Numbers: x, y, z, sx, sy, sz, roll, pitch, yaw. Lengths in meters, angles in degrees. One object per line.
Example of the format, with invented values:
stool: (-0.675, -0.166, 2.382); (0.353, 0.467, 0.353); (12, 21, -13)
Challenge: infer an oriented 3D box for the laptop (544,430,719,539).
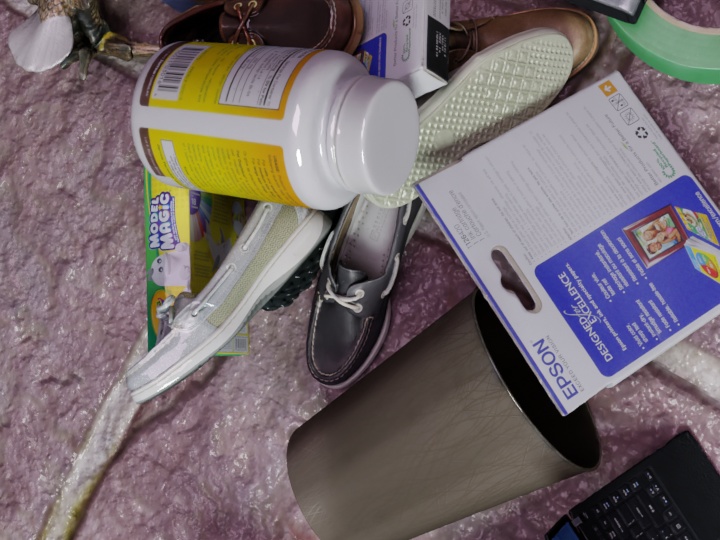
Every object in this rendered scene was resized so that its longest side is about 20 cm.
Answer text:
laptop: (0.225, 0.216, 0.735); (0.198, 0.104, 0.179); (-26, 75, -24)

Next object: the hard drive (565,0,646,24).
hard drive: (0.186, -0.305, 0.829); (0.138, 0.033, 0.203); (25, 93, 23)

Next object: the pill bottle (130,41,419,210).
pill bottle: (-0.061, -0.104, 0.786); (0.197, 0.109, 0.111); (11, 89, 31)

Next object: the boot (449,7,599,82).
boot: (0.091, -0.172, 0.877); (0.196, 0.075, 0.075); (-8, 80, 16)

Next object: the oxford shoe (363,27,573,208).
oxford shoe: (0.075, -0.124, 0.841); (0.199, 0.076, 0.058); (-36, 33, -4)

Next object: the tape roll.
tape roll: (0.277, -0.247, 0.835); (0.197, 0.048, 0.204); (-1, 85, 18)

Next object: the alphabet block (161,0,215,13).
alphabet block: (-0.072, -0.319, 0.882); (0.193, 0.195, 0.204); (1, 87, 16)

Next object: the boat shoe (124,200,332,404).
boat shoe: (-0.106, 0.015, 0.822); (0.065, 0.074, 0.202); (44, 75, -3)

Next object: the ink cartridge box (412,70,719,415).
ink cartridge box: (0.166, -0.023, 0.811); (0.198, 0.047, 0.199); (-29, 77, -15)

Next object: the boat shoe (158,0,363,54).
boat shoe: (-0.084, -0.182, 0.859); (0.198, 0.070, 0.072); (-2, 84, 47)

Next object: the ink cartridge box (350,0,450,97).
ink cartridge box: (-0.013, -0.160, 0.852); (0.198, 0.037, 0.096); (-15, 63, 42)

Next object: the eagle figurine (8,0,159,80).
eagle figurine: (-0.251, -0.283, 0.961); (0.149, 0.203, 0.151); (-16, 35, -16)

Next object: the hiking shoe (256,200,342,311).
hiking shoe: (-0.060, -0.066, 0.924); (0.085, 0.074, 0.203); (16, 80, 24)

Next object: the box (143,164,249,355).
box: (-0.136, -0.031, 0.916); (0.048, 0.117, 0.204); (-2, 84, 16)

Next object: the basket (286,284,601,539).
basket: (0.054, 0.126, 0.829); (0.199, 0.180, 0.137); (-32, 44, 22)

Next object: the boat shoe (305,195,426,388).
boat shoe: (0.000, 0.000, 0.898); (0.073, 0.060, 0.203); (26, 93, 18)

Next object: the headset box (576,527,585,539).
headset box: (0.144, 0.297, 0.818); (0.199, 0.075, 0.150); (-38, 76, 12)
